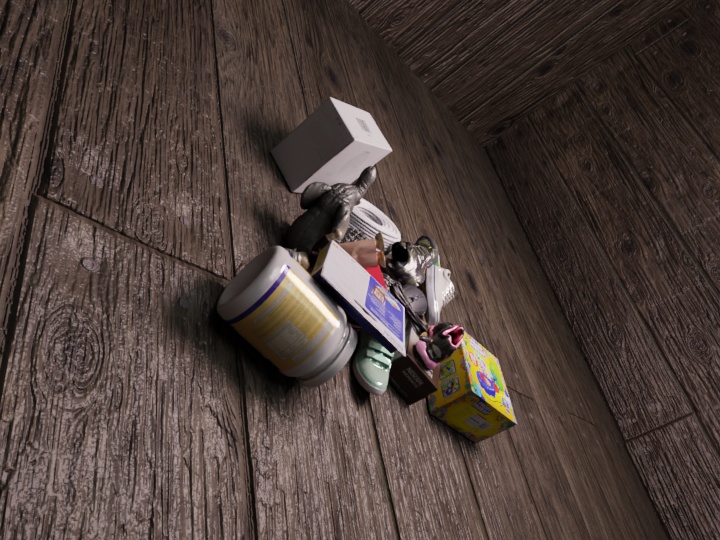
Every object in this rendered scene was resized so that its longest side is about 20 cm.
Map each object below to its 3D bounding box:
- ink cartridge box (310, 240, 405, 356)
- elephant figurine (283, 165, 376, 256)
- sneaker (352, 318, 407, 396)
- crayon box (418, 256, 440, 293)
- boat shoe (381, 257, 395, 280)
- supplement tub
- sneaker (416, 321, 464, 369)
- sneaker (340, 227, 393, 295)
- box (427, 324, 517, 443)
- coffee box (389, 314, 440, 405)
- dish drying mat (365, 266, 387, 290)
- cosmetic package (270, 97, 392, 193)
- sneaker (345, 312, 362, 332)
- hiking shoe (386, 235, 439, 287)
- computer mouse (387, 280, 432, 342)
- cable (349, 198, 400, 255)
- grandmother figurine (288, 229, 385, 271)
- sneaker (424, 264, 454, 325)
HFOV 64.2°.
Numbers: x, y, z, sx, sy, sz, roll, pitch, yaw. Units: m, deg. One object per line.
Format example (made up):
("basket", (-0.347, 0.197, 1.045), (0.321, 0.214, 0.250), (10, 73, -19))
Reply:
("ink cartridge box", (-0.001, 0.052, 1.007), (0.198, 0.047, 0.200), (45, 18, -11))
("elephant figurine", (-0.064, -0.121, 1.160), (0.141, 0.201, 0.156), (21, 32, -20))
("sneaker", (0.045, 0.147, 1.146), (0.073, 0.118, 0.201), (28, 31, -16))
("crayon box", (0.173, 0.062, 1.484), (0.050, 0.128, 0.201), (7, 37, -3))
("boat shoe", (0.100, -0.011, 1.452), (0.076, 0.072, 0.200), (50, 10, 14))
("supplement tub", (-0.114, 0.077, 0.925), (0.200, 0.145, 0.146), (47, 27, -20))
("sneaker", (0.194, 0.151, 1.266), (0.079, 0.095, 0.200), (56, 24, 2))
("sneaker", (0.000, 0.000, 1.278), (0.076, 0.091, 0.201), (-29, 91, -32))
("box", (0.255, 0.275, 1.388), (0.200, 0.122, 0.194), (38, 30, -35))
("coffee box", (0.119, 0.185, 1.294), (0.115, 0.079, 0.200), (49, 26, -16))
("dish drying mat", (0.023, 0.041, 1.162), (0.076, 0.018, 0.201), (14, 42, -32))
("cosmetic package", (-0.067, -0.284, 1.362), (0.124, 0.199, 0.199), (59, 25, 12))
("sneaker", (-0.061, 0.059, 1.110), (0.200, 0.086, 0.081), (36, 30, -36))
("hiking shoe", (0.124, -0.041, 1.367), (0.101, 0.075, 0.200), (54, 37, -20))
("computer mouse", (0.125, 0.087, 1.216), (0.141, 0.046, 0.200), (61, 8, 16))
("cable", (0.007, -0.116, 1.404), (0.200, 0.069, 0.199), (48, 22, 28))
("grandmother figurine", (-0.053, -0.021, 1.122), (0.061, 0.198, 0.122), (-121, -154, -73))
("sneaker", (0.184, 0.051, 1.339), (0.201, 0.070, 0.074), (-80, 173, -51))
